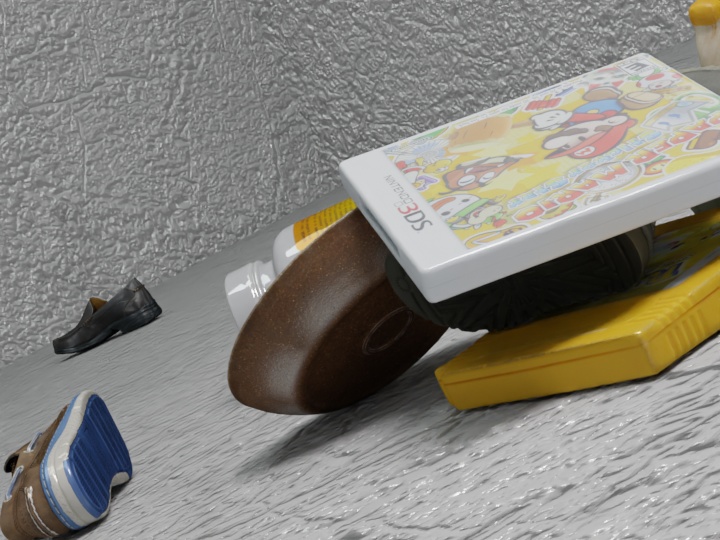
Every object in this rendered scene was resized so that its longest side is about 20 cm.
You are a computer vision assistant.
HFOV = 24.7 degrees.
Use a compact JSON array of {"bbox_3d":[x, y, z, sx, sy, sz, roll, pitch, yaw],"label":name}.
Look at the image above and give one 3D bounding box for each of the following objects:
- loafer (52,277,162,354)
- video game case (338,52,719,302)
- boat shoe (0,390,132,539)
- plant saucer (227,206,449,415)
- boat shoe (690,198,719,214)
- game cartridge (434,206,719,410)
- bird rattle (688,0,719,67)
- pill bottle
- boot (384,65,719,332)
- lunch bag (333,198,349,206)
[{"bbox_3d":[-0.409,0.074,2.598,0.199,0.072,0.073,-24,7,19],"label":"loafer"},{"bbox_3d":[0.102,-0.057,0.890,0.199,0.023,0.182,-20,25,-7],"label":"video game case"},{"bbox_3d":[-0.213,0.138,1.157,0.072,0.072,0.200,-26,6,4],"label":"boat shoe"},{"bbox_3d":[0.008,0.026,1.023,0.200,0.037,0.201,-34,-26,-19],"label":"plant saucer"},{"bbox_3d":[0.289,-0.085,0.999,0.199,0.075,0.066,-33,10,47],"label":"boat shoe"},{"bbox_3d":[0.155,0.013,0.901,0.200,0.033,0.176,-29,6,-36],"label":"game cartridge"},{"bbox_3d":[0.325,-0.176,1.324,0.112,0.163,0.200,9,40,47],"label":"bird rattle"},{"bbox_3d":[0.000,0.000,1.287,0.199,0.111,0.111,-24,6,9],"label":"pill bottle"},{"bbox_3d":[0.129,-0.049,0.962,0.181,0.073,0.200,-6,32,34],"label":"boot"},{"bbox_3d":[0.039,-0.057,1.795,0.160,0.083,0.200,-26,6,1],"label":"lunch bag"}]
